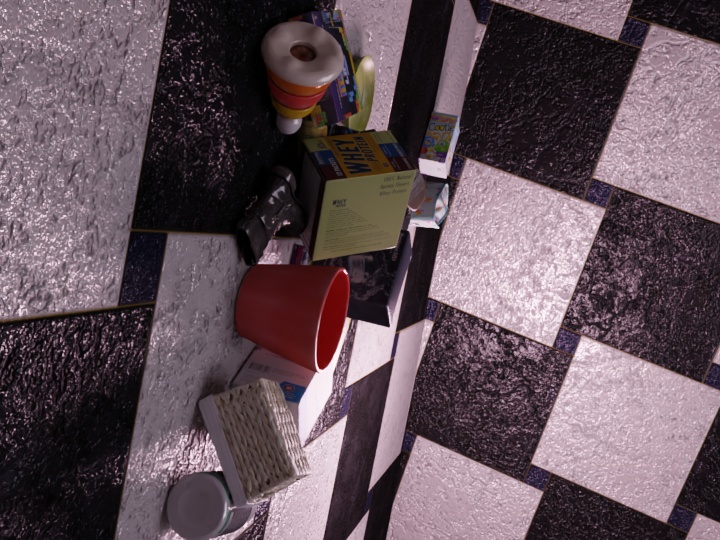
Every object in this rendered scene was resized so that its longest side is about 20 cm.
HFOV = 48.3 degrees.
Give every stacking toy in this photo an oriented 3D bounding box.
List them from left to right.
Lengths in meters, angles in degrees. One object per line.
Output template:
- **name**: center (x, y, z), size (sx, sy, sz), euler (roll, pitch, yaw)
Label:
- **stacking toy**: center (-0.117, -0.323, 1.427), size (0.201, 0.144, 0.148), euler (114, -1, -54)

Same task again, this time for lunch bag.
- **lunch bag**: center (0.184, -0.203, 2.577), size (0.201, 0.167, 0.124), euler (-56, 147, -55)

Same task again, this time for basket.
- **basket**: center (-0.183, 0.302, 1.435), size (0.203, 0.122, 0.136), euler (66, 6, 15)

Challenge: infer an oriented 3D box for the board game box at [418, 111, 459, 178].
- **board game box**: center (0.285, -0.455, 2.910), size (0.105, 0.101, 0.203), euler (71, 34, -64)

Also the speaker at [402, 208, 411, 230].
- **speaker**: center (0.022, -0.144, 1.909), size (0.081, 0.196, 0.083), euler (13, 90, -76)

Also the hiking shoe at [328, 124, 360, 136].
- **hiking shoe**: center (-0.028, -0.265, 1.843), size (0.200, 0.085, 0.076), euler (58, 47, -71)

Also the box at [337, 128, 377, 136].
- **box**: center (-0.033, -0.200, 1.736), size (0.135, 0.038, 0.202), euler (-17, 138, -35)

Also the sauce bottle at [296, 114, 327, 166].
- **sauce bottle**: center (-0.098, -0.243, 1.629), size (0.066, 0.065, 0.203), euler (-62, 160, -47)

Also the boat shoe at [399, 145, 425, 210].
- **boat shoe**: center (0.082, -0.219, 1.808), size (0.072, 0.072, 0.200), euler (-49, 132, -11)

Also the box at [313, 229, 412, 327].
- **box**: center (0.000, 0.000, 1.842), size (0.118, 0.196, 0.200), euler (78, 27, -61)

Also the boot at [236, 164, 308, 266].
- **boot**: center (-0.172, -0.080, 1.496), size (0.201, 0.068, 0.176), euler (74, 36, -55)

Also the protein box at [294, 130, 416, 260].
- **protein box**: center (-0.019, -0.152, 1.615), size (0.202, 0.195, 0.136), euler (103, -33, -42)

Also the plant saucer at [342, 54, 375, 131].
- **plant saucer**: center (-0.008, -0.411, 1.915), size (0.200, 0.030, 0.204), euler (13, 89, -76)

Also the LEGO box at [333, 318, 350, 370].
- **LEGO box**: center (-0.087, 0.141, 1.971), size (0.150, 0.076, 0.203), euler (77, 28, -61)

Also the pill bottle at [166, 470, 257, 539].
- **pill bottle**: center (-0.258, 0.418, 1.443), size (0.200, 0.111, 0.115), euler (48, 56, -73)

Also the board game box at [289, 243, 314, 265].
- **board game box**: center (-0.123, 0.013, 1.825), size (0.200, 0.032, 0.122), euler (22, 84, -76)

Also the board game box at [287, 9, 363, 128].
- **board game box**: center (-0.062, -0.388, 1.530), size (0.165, 0.056, 0.204), euler (-50, 129, -65)

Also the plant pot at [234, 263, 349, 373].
- **plant pot**: center (-0.131, 0.075, 1.528), size (0.200, 0.174, 0.205), euler (12, 90, -76)

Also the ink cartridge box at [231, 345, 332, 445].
- **ink cartridge box**: center (-0.154, 0.239, 1.637), size (0.201, 0.145, 0.147), euler (-58, 156, -53)
